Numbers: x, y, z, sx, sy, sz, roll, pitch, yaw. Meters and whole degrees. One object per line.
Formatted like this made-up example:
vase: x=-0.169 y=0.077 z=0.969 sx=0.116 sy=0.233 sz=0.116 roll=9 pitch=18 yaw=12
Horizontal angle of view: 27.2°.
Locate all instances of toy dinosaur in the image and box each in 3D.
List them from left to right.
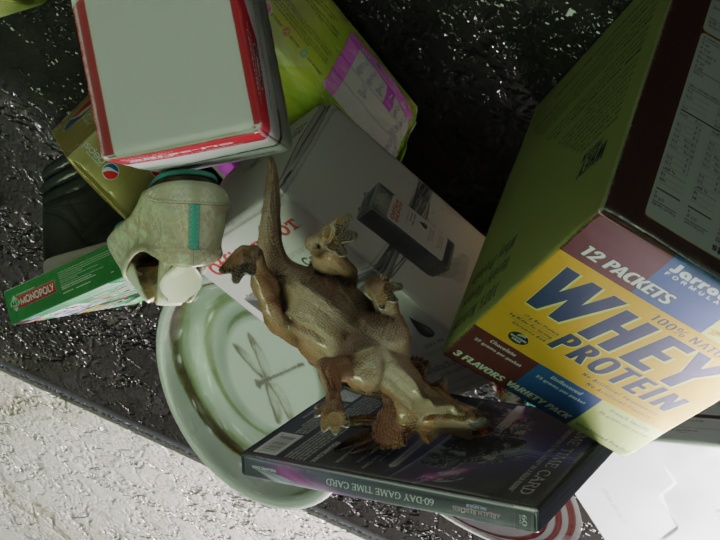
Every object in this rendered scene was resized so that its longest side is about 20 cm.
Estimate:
toy dinosaur: x=-0.015 y=0.036 z=0.880 sx=0.201 sy=0.085 sz=0.136 roll=51 pitch=174 yaw=16

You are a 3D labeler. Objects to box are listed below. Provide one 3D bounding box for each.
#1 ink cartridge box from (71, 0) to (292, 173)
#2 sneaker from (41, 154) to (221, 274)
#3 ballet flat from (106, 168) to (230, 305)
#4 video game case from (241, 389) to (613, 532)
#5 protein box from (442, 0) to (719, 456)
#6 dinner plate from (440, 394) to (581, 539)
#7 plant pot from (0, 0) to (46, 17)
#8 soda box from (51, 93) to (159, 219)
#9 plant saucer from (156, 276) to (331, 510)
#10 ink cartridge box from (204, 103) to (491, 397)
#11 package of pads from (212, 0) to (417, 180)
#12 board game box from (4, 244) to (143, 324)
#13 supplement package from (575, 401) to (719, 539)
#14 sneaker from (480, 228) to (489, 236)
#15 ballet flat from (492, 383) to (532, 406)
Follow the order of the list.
ink cartridge box: x=-0.094 y=-0.132 z=0.796 sx=0.083 sy=0.146 sz=0.200 roll=-11 pitch=-179 yaw=3
sneaker: x=-0.165 y=-0.067 z=1.167 sx=0.197 sy=0.101 sz=0.071 roll=-15 pitch=173 yaw=7
ballet flat: x=-0.119 y=-0.008 z=0.900 sx=0.066 sy=0.063 sz=0.200 roll=-2 pitch=170 yaw=-11
video game case: x=0.046 y=0.110 z=0.923 sx=0.198 sy=0.143 sz=0.019 roll=7 pitch=109 yaw=28
protein box: x=0.172 y=-0.036 z=0.857 sx=0.134 sy=0.202 sz=0.199 roll=29 pitch=148 yaw=-8
dinner plate: x=0.074 y=0.143 z=1.093 sx=0.199 sy=0.201 sz=0.024 roll=30 pitch=109 yaw=-9
plant pot: x=-0.292 y=-0.222 z=0.935 sx=0.182 sy=0.202 sz=0.201 roll=-3 pitch=141 yaw=20
soda box: x=-0.167 y=-0.089 z=1.039 sx=0.064 sy=0.068 sz=0.200 roll=47 pitch=177 yaw=-17
plant saucer: x=-0.073 y=0.086 z=1.160 sx=0.198 sy=0.050 sz=0.203 roll=19 pitch=123 yaw=32
ink cartridge box: x=0.000 y=0.000 z=0.999 sx=0.200 sy=0.085 sz=0.145 roll=41 pitch=145 yaw=-16
package of pads: x=-0.070 y=-0.135 z=1.003 sx=0.153 sy=0.069 sz=0.200 roll=-8 pitch=136 yaw=42
board game box: x=-0.158 y=-0.005 z=1.130 sx=0.198 sy=0.134 sz=0.029 roll=-20 pitch=84 yaw=37
supplement package: x=0.252 y=0.140 z=1.148 sx=0.154 sy=0.112 sz=0.201 roll=0 pitch=141 yaw=35
sneaker: x=0.064 y=0.000 z=1.105 sx=0.119 sy=0.085 sz=0.200 roll=17 pitch=150 yaw=-7
ballet flat: x=0.145 y=0.107 z=1.224 sx=0.064 sy=0.075 sz=0.201 roll=49 pitch=168 yaw=31
